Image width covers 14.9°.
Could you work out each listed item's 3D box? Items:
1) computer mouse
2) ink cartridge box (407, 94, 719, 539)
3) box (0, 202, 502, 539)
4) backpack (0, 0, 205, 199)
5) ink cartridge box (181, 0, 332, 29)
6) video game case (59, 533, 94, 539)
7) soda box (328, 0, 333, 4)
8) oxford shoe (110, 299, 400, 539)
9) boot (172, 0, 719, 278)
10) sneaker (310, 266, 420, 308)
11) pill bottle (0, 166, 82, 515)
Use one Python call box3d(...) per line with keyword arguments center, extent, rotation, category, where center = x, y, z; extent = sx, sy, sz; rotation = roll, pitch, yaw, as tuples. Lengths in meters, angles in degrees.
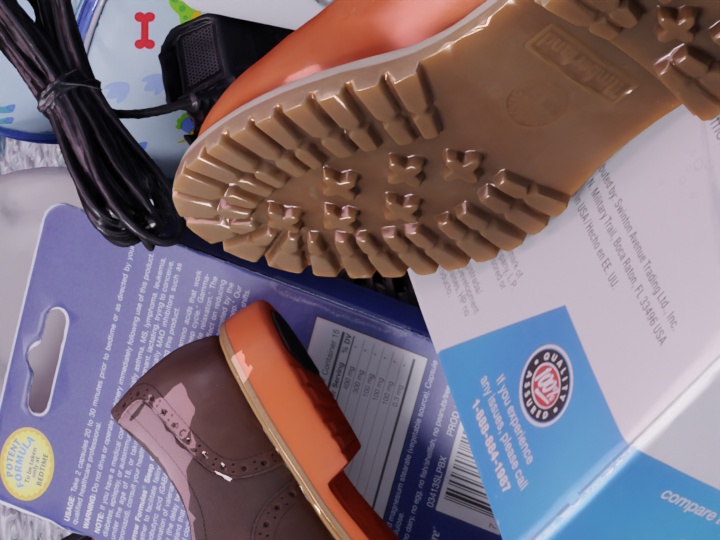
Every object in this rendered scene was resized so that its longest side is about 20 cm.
box3d(center=(-0.046, -0.080, 0.983), extent=(0.141, 0.200, 0.046), rotation=(58, 141, 14), category="computer mouse")
box3d(center=(0.110, -0.027, 0.698), extent=(0.200, 0.086, 0.147), rotation=(-46, 37, 23), category="ink cartridge box")
box3d(center=(-0.031, 0.058, 0.970), extent=(0.032, 0.199, 0.122), rotation=(-33, -39, -67), category="box")
box3d(center=(-0.074, -0.121, 1.087), extent=(0.147, 0.199, 0.184), rotation=(-114, 39, -51), category="backpack")
box3d(center=(0.004, -0.186, 0.994), extent=(0.084, 0.145, 0.201), rotation=(130, 141, -50), category="ink cartridge box")
box3d(center=(-0.117, 0.215, 1.312), extent=(0.181, 0.025, 0.201), rotation=(147, 127, -62), category="video game case")
box3d(center=(0.048, -0.082, 0.856), extent=(0.200, 0.064, 0.068), rotation=(-33, 29, 56), category="soda box")
box3d(center=(-0.013, 0.113, 0.915), extent=(0.201, 0.072, 0.071), rotation=(62, -175, 9), category="oxford shoe")
box3d(center=(0.035, -0.071, 0.698), extent=(0.200, 0.075, 0.108), rotation=(-28, 44, 32), category="boot")
box3d(center=(0.000, 0.000, 1.005), extent=(0.200, 0.099, 0.071), rotation=(-177, 96, -66), category="sneaker")
box3d(center=(-0.119, 0.039, 1.116), extent=(0.200, 0.113, 0.114), rotation=(96, 176, -75), category="pill bottle")
